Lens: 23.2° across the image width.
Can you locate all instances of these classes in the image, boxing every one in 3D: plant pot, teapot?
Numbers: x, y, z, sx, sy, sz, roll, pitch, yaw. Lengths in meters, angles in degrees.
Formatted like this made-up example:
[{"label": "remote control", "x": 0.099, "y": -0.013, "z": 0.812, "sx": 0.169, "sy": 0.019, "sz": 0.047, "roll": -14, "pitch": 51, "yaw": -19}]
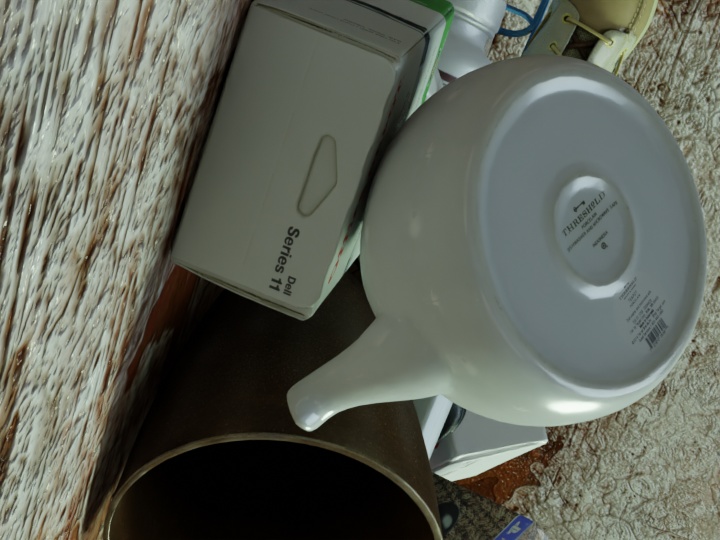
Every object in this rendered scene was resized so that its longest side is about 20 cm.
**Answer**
[{"label": "plant pot", "x": -0.043, "y": 0.090, "z": 1.022, "sx": 0.201, "sy": 0.186, "sz": 0.188, "roll": -86, "pitch": -169, "yaw": -50}, {"label": "teapot", "x": 0.073, "y": -0.012, "z": 0.904, "sx": 0.146, "sy": 0.199, "sz": 0.199, "roll": -13, "pitch": -108, "yaw": 53}]

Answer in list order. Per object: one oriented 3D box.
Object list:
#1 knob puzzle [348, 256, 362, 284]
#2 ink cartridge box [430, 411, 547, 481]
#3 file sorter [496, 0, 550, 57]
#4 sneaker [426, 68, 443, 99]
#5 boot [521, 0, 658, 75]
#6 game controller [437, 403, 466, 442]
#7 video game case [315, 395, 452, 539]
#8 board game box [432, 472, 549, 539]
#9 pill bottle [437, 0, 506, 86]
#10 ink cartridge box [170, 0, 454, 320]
[{"label": "knob puzzle", "x": 0.000, "y": 0.000, "z": 1.110, "sx": 0.030, "sy": 0.219, "sz": 0.220, "roll": -30, "pitch": 150, "yaw": -38}, {"label": "ink cartridge box", "x": 0.059, "y": 0.057, "z": 1.343, "sx": 0.145, "sy": 0.083, "sz": 0.201, "roll": 139, "pitch": -59, "yaw": -65}, {"label": "file sorter", "x": 0.087, "y": -0.231, "z": 1.305, "sx": 0.200, "sy": 0.122, "sz": 0.139, "roll": 107, "pitch": 7, "yaw": -52}, {"label": "sneaker", "x": 0.010, "y": -0.149, "z": 1.087, "sx": 0.088, "sy": 0.075, "sz": 0.201, "roll": 3, "pitch": 91, "yaw": -69}, {"label": "boot", "x": 0.142, "y": -0.136, "z": 1.234, "sx": 0.155, "sy": 0.072, "sz": 0.201, "roll": -56, "pitch": 174, "yaw": -50}, {"label": "game controller", "x": -0.026, "y": 0.114, "z": 1.213, "sx": 0.200, "sy": 0.105, "sz": 0.042, "roll": -37, "pitch": -179, "yaw": 14}, {"label": "video game case", "x": -0.047, "y": 0.135, "z": 1.122, "sx": 0.023, "sy": 0.199, "sz": 0.183, "roll": 36, "pitch": 72, "yaw": -42}, {"label": "board game box", "x": 0.037, "y": 0.232, "z": 1.186, "sx": 0.159, "sy": 0.097, "sz": 0.200, "roll": -43, "pitch": -156, "yaw": -16}, {"label": "pill bottle", "x": 0.025, "y": -0.104, "z": 1.204, "sx": 0.113, "sy": 0.112, "sz": 0.201, "roll": 18, "pitch": 93, "yaw": -86}, {"label": "ink cartridge box", "x": -0.021, "y": -0.077, "z": 0.942, "sx": 0.200, "sy": 0.083, "sz": 0.147, "roll": -55, "pitch": 165, "yaw": -72}]
